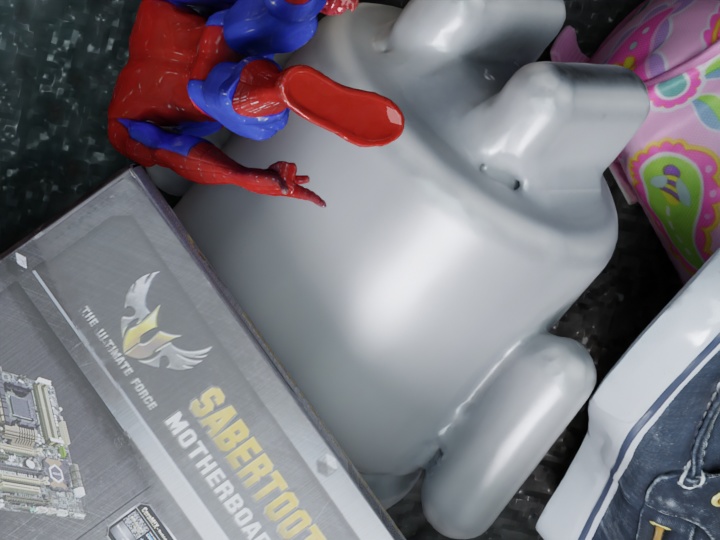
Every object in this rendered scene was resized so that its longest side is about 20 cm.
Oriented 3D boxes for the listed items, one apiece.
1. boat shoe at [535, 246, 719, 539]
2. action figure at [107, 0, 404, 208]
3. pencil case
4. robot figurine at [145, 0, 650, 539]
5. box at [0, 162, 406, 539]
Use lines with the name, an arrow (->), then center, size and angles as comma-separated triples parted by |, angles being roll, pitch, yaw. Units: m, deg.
boat shoe -> 0.119, 0.060, 0.881 | 0.091, 0.200, 0.071 | 39, 66, 12
action figure -> -0.030, -0.056, 0.786 | 0.051, 0.200, 0.066 | 16, 85, -22
pencil case -> 0.140, -0.005, 0.922 | 0.087, 0.087, 0.201 | -31, 110, 1
robot figurine -> 0.000, 0.000, 0.870 | 0.200, 0.170, 0.113 | -49, 154, 24
box -> -0.070, 0.095, 0.803 | 0.158, 0.048, 0.200 | -36, 93, 0
